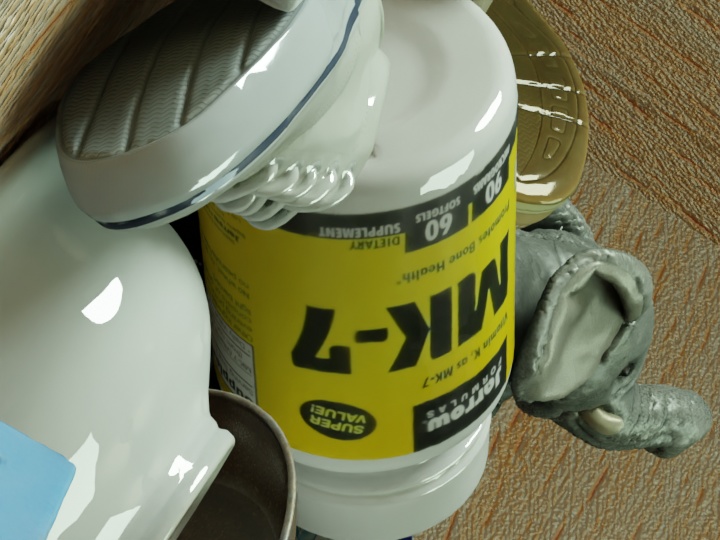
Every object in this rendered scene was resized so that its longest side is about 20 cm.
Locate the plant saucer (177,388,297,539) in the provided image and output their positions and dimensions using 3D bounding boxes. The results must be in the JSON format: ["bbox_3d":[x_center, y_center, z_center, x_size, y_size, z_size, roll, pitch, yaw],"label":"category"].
[{"bbox_3d":[-0.099,0.117,0.868,0.199,0.032,0.201,-26,-152,15],"label":"plant saucer"}]

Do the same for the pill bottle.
[{"bbox_3d":[0.000,0.000,1.016,0.114,0.114,0.201,-56,156,-37],"label":"pill bottle"}]

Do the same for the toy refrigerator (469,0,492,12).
[{"bbox_3d":[0.007,-0.103,1.049,0.070,0.076,0.200,-56,178,-37],"label":"toy refrigerator"}]

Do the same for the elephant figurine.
[{"bbox_3d":[0.069,0.018,1.222,0.199,0.142,0.155,-16,163,-22],"label":"elephant figurine"}]

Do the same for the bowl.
[{"bbox_3d":[-0.097,0.062,0.784,0.202,0.090,0.201,-57,180,-1],"label":"bowl"}]

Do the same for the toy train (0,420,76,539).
[{"bbox_3d":[-0.139,0.113,0.623,0.200,0.086,0.114,-58,-176,30],"label":"toy train"}]

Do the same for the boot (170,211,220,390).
[{"bbox_3d":[-0.108,0.075,1.097,0.163,0.073,0.199,-59,173,-43],"label":"boot"}]

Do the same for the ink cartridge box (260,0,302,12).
[{"bbox_3d":[0.033,-0.180,0.741,0.200,0.047,0.160,-55,179,31],"label":"ink cartridge box"}]

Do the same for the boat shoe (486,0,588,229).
[{"bbox_3d":[0.042,-0.083,1.181,0.201,0.074,0.067,-104,-147,-43],"label":"boat shoe"}]

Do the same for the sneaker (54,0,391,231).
[{"bbox_3d":[-0.025,-0.045,0.786,0.073,0.071,0.200,-14,-161,21],"label":"sneaker"}]

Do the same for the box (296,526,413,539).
[{"bbox_3d":[-0.034,0.057,1.172,0.041,0.201,0.119,-12,159,-21],"label":"box"}]
